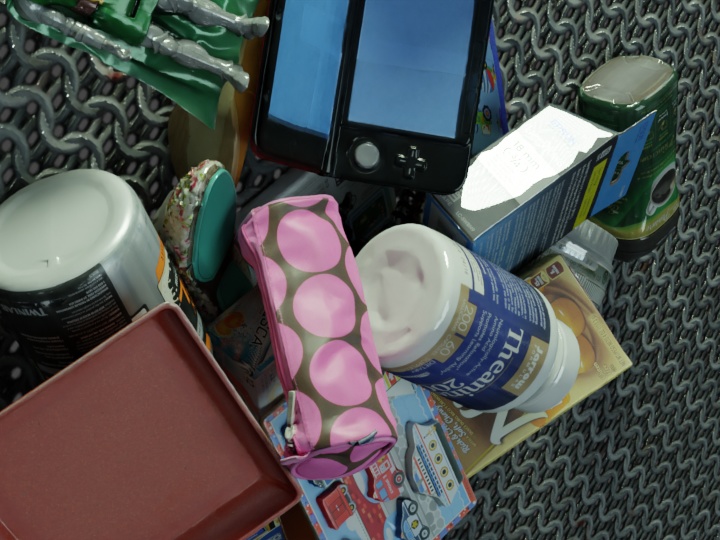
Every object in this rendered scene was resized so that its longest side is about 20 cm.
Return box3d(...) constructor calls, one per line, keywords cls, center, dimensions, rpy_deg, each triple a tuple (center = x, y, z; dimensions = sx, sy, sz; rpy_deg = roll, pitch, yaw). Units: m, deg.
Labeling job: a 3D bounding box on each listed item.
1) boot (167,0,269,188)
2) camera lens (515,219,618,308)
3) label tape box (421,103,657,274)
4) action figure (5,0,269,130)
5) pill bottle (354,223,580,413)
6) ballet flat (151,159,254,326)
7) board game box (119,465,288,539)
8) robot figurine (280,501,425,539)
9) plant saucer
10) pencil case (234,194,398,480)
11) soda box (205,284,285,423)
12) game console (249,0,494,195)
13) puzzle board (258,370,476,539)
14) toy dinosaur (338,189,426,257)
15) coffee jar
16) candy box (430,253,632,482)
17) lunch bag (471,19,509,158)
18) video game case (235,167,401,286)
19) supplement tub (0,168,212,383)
box3d(cls="boot", center=(-0.074, -0.150, 1.207), dimensions=(0.144, 0.071, 0.202), rpy_deg=(-32, 136, -45))
box3d(cls="camera lens", center=(0.133, 0.034, 1.482), dimensions=(0.160, 0.159, 0.201), rpy_deg=(28, 87, -53))
box3d(cls="label tape box", center=(0.143, -0.065, 1.336), dimensions=(0.200, 0.063, 0.144), rpy_deg=(-36, 160, -18))
box3d(cls="action figure", center=(-0.160, -0.178, 1.059), dimensions=(0.199, 0.055, 0.119), rpy_deg=(17, 92, -29))
box3d(cls="pill bottle", center=(0.084, 0.047, 1.245), dimensions=(0.200, 0.111, 0.112), rpy_deg=(27, 88, -44))
box3d(cls="ballet flat", center=(-0.124, -0.016, 1.185), dimensions=(0.076, 0.064, 0.200), rpy_deg=(-60, 161, -30))
box3d(cls="board game box", center=(-0.138, 0.203, 1.237), dimensions=(0.151, 0.046, 0.200), rpy_deg=(-27, 154, -11))
box3d(cls="robot figurine", center=(-0.022, 0.219, 1.394), dimensions=(0.200, 0.116, 0.144), rpy_deg=(-44, -162, 34))
box3d(cls="plant saucer", center=(-0.167, 0.138, 1.086), dimensions=(0.199, 0.037, 0.201), rpy_deg=(-34, 124, -6))
box3d(cls="pencil case", center=(-0.036, 0.045, 1.138), dimensions=(0.093, 0.201, 0.091), rpy_deg=(-2, 155, -33))
box3d(cls="soda box", center=(-0.073, 0.097, 1.272), dimensions=(0.068, 0.064, 0.200), rpy_deg=(-40, 153, -22))
box3d(cls="game console", center=(0.015, -0.167, 1.172), dimensions=(0.119, 0.171, 0.201), rpy_deg=(-168, -93, -86))
box3d(cls="puzzle board", center=(0.013, 0.155, 1.273), dimensions=(0.151, 0.017, 0.201), rpy_deg=(-39, 119, -29))
box3d(cls="toy dinosaur", center=(0.000, 0.000, 1.345), dimensions=(0.136, 0.101, 0.201), rpy_deg=(52, 46, -66))
box3d(cls="coffee jar", center=(0.278, -0.112, 1.642), dimensions=(0.104, 0.085, 0.201), rpy_deg=(-39, 134, -36))
box3d(cls="candy box", center=(0.118, 0.088, 1.372), dimensions=(0.199, 0.116, 0.055), rpy_deg=(-34, -178, -1))
box3d(cls="lunch bag", center=(0.050, -0.192, 1.317), dimensions=(0.150, 0.094, 0.201), rpy_deg=(1, 90, -50))
box3d(cls="video game case", center=(-0.039, -0.010, 1.362), dimensions=(0.200, 0.024, 0.183), rpy_deg=(-42, 137, -30))
box3d(cls="supplement tub", center=(-0.180, 0.036, 1.131), dimensions=(0.123, 0.122, 0.201), rpy_deg=(-47, 140, -24))
